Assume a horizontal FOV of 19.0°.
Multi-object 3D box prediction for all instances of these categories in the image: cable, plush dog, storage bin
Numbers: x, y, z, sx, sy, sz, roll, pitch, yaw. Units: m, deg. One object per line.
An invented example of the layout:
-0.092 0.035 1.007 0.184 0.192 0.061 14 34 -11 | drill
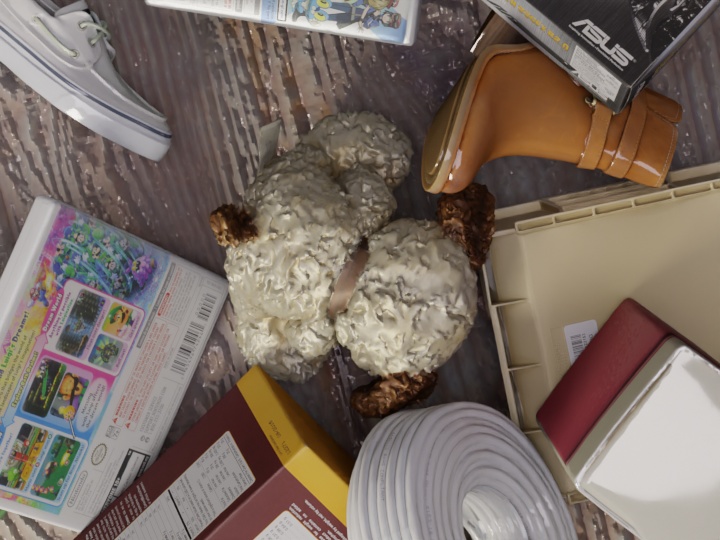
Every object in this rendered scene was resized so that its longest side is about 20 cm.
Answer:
0.069 0.180 1.381 0.069 0.199 0.201 -24 76 33 | cable
0.000 0.000 1.426 0.171 0.160 0.201 24 94 19 | plush dog
0.190 0.044 1.494 0.197 0.094 0.202 -12 97 -1 | storage bin

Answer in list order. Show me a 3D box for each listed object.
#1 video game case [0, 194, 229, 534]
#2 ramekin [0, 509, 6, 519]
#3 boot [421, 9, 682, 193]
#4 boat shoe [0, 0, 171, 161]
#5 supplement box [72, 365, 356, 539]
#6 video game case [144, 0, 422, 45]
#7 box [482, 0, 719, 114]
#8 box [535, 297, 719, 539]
-0.188 0.070 1.443 0.182 0.024 0.201 26 86 -48 | video game case
-0.325 0.114 1.470 0.198 0.098 0.202 0 97 -3 | ramekin
0.131 -0.090 1.441 0.155 0.200 0.077 32 130 -4 | boot
-0.203 -0.153 1.458 0.199 0.074 0.067 35 96 -5 | boat shoe
-0.065 0.217 1.451 0.200 0.133 0.197 -43 117 2 | supplement box
-0.042 -0.254 1.363 0.181 0.022 0.202 10 111 8 | video game case
0.150 -0.226 1.433 0.200 0.048 0.158 42 74 10 | box
0.200 0.108 1.353 0.128 0.200 0.109 37 94 -7 | box
